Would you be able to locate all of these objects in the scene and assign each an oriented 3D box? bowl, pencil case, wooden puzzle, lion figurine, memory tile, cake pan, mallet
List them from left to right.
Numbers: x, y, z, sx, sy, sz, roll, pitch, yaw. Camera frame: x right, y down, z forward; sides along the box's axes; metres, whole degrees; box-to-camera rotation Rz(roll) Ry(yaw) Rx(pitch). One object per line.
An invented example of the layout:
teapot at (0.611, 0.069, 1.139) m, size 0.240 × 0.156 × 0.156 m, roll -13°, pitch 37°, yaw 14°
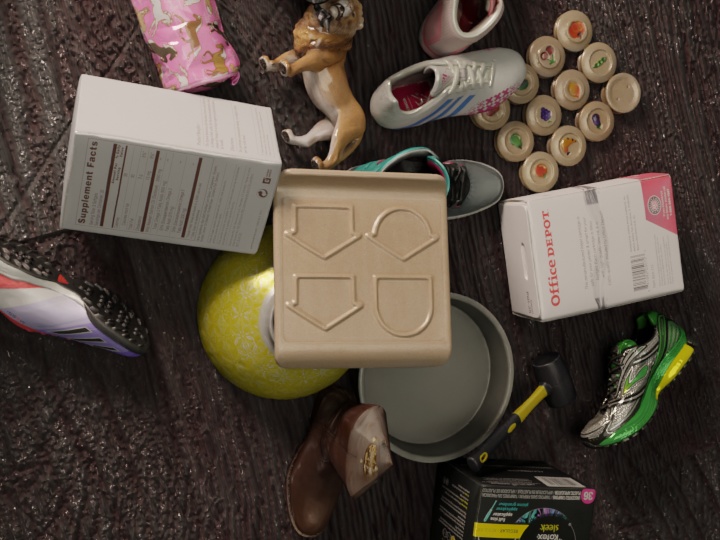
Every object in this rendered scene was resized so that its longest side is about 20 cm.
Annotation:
pencil case at (-0.192, -0.282, 1.030) m, size 0.086 × 0.083 × 0.200 m, roll -13°, pitch 100°, yaw 24°
bowl at (-0.073, 0.050, 1.077) m, size 0.200 × 0.108 × 0.201 m, roll -1°, pitch 94°, yaw -17°
lion figurine at (-0.035, -0.202, 1.098) m, size 0.122 × 0.072 × 0.200 m, roll -28°, pitch 117°, yaw -31°
wooden puzzle at (0.000, 0.000, 1.019) m, size 0.185 × 0.046 × 0.200 m, roll 1°, pitch 86°, yaw -14°
cake pan at (0.085, 0.124, 1.162) m, size 0.200 × 0.037 × 0.201 m, roll -1°, pitch 94°, yaw -21°
mallet at (0.193, 0.179, 1.170) m, size 0.200 × 0.041 × 0.066 m, roll -45°, pitch 114°, yaw -35°
memory tile at (0.240, -0.205, 1.204) m, size 0.200 × 0.017 × 0.153 m, roll -43°, pitch 105°, yaw -11°

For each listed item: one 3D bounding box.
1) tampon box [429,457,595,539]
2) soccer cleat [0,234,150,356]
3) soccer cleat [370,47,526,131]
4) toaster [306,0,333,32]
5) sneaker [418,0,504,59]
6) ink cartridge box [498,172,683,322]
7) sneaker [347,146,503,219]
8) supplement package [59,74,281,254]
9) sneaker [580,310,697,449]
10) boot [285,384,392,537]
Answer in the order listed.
tampon box at (0.171, 0.335, 1.163) m, size 0.150 × 0.126 × 0.200 m, roll 5°, pitch 93°, yaw -17°
soccer cleat at (-0.315, 0.042, 1.030) m, size 0.200 × 0.068 × 0.073 m, roll 34°, pitch 107°, yaw -21°
soccer cleat at (0.107, -0.210, 1.117) m, size 0.200 × 0.086 × 0.070 m, roll -22°, pitch 81°, yaw -13°
toaster at (-0.040, -0.392, 1.018) m, size 0.181 × 0.119 × 0.200 m, roll -44°, pitch 80°, yaw -9°
sneaker at (0.141, -0.335, 1.119) m, size 0.075 × 0.105 × 0.200 m, roll 29°, pitch 84°, yaw -15°
ink cartridge box at (0.277, -0.031, 1.193) m, size 0.200 × 0.083 × 0.147 m, roll -11°, pitch 97°, yaw -17°
sneaker at (0.087, -0.096, 1.109) m, size 0.200 × 0.121 × 0.084 m, roll -4°, pitch 95°, yaw -18°
supplement package at (-0.194, -0.106, 1.002) m, size 0.200 × 0.117 × 0.117 m, roll 8°, pitch 126°, yaw -17°
sneaker at (0.331, 0.137, 1.235) m, size 0.085 × 0.078 × 0.200 m, roll 41°, pitch 73°, yaw -9°
boot at (-0.022, 0.221, 1.055) m, size 0.064 × 0.200 × 0.187 m, roll 9°, pitch 91°, yaw -18°
